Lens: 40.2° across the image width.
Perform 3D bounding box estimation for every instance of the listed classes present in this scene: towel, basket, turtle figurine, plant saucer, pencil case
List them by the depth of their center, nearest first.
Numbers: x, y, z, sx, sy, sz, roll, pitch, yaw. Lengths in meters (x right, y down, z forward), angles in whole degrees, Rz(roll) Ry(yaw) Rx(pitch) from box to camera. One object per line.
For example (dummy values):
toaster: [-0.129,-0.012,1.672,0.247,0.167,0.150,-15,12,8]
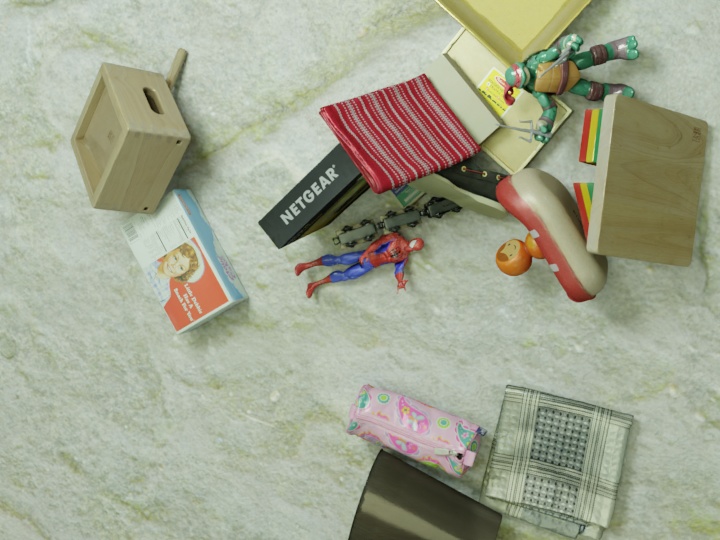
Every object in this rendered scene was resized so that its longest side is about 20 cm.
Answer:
towel: [0.055,-0.186,1.310,0.145,0.200,0.022,55,143,13]
turtle figurine: [0.268,-0.257,1.312,0.199,0.101,0.150,-9,135,-15]
plant saucer: [0.220,-0.404,1.366,0.200,0.048,0.200,45,101,8]
towel: [0.281,0.282,1.429,0.192,0.035,0.201,13,100,15]
basket: [0.097,0.376,1.446,0.199,0.136,0.181,18,115,10]
pencil case: [0.081,0.238,1.459,0.200,0.087,0.088,20,101,15]

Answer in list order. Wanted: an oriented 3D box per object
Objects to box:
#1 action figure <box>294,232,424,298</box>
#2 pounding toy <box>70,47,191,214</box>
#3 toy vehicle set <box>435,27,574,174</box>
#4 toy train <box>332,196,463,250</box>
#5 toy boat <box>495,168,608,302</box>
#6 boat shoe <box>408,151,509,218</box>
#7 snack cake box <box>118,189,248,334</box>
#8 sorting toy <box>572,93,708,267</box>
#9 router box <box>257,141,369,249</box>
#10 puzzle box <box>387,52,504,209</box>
action figure: [0.000,0.000,1.453,0.200,0.099,0.065,-20,116,15]
pounding toy: [-0.335,-0.221,1.499,0.184,0.142,0.200,-55,47,33]
toy vehicle set: [0.189,-0.244,1.408,0.200,0.027,0.124,43,105,9]
toy train: [0.055,-0.074,1.432,0.199,0.046,0.034,-18,94,-3]
toy boat: [0.244,-0.038,1.352,0.131,0.131,0.200,-30,96,23]
boat shoe: [0.128,-0.133,1.373,0.201,0.074,0.063,18,80,-27]
snack cake box: [-0.278,-0.015,1.551,0.115,0.067,0.200,-29,87,16]
sorting toy: [0.361,-0.114,1.298,0.070,0.200,0.199,8,91,52]
router box: [-0.033,-0.124,1.397,0.200,0.157,0.052,-41,85,31]
puzzle box: [0.092,-0.198,1.421,0.200,0.025,0.133,-40,85,28]
